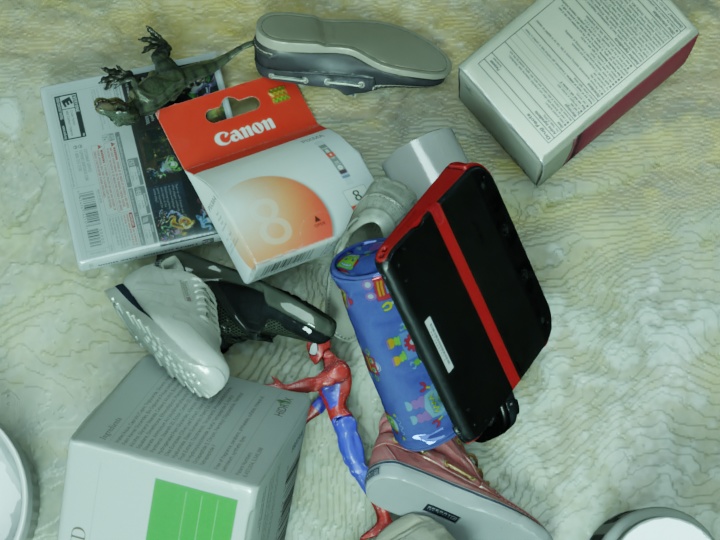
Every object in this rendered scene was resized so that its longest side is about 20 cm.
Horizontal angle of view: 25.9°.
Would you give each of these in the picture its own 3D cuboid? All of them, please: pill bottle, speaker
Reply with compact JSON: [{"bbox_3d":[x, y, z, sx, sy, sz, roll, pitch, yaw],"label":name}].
[{"bbox_3d":[0.260,0.268,1.390,0.113,0.200,0.114,-1,81,4],"label":"pill bottle"},{"bbox_3d":[0.098,-0.035,1.513,0.081,0.081,0.201,-27,80,-1],"label":"speaker"}]

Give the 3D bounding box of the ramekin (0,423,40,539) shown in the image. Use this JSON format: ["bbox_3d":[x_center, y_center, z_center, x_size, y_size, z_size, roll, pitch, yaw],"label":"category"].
[{"bbox_3d":[-0.399,0.222,1.488,0.199,0.105,0.201,-1,81,4],"label":"ramekin"}]

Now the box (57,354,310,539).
[{"bbox_3d":[-0.159,0.214,1.395,0.170,0.200,0.200,14,111,8],"label":"box"}]

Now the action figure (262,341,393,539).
[{"bbox_3d":[-0.037,0.162,1.494,0.098,0.065,0.201,-13,80,-8],"label":"action figure"}]

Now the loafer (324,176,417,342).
[{"bbox_3d":[0.000,0.000,1.462,0.070,0.201,0.070,24,45,9],"label":"loafer"}]

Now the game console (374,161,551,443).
[{"bbox_3d":[0.093,0.023,1.370,0.177,0.031,0.201,-47,120,-40],"label":"game console"}]

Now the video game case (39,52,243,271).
[{"bbox_3d":[-0.207,-0.109,1.539,0.181,0.023,0.201,-13,67,-9],"label":"video game case"}]

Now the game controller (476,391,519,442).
[{"bbox_3d":[0.086,0.064,1.471,0.042,0.104,0.201,-19,81,-30],"label":"game controller"}]

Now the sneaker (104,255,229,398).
[{"bbox_3d":[-0.161,0.043,1.414,0.080,0.077,0.200,-33,38,-15],"label":"sneaker"}]

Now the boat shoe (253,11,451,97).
[{"bbox_3d":[-0.010,-0.209,1.568,0.199,0.063,0.073,9,44,-6],"label":"boat shoe"}]

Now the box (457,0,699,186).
[{"bbox_3d":[0.208,-0.199,1.519,0.200,0.109,0.128,-40,81,-3],"label":"box"}]

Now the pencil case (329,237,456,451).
[{"bbox_3d":[0.040,0.061,1.393,0.087,0.078,0.201,-28,117,-16],"label":"pencil case"}]

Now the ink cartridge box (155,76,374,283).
[{"bbox_3d":[-0.082,-0.103,1.514,0.162,0.050,0.201,-21,76,-28],"label":"ink cartridge box"}]

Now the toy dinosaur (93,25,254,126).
[{"bbox_3d":[-0.199,-0.194,1.537,0.088,0.048,0.200,30,48,28],"label":"toy dinosaur"}]

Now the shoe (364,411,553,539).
[{"bbox_3d":[0.099,0.203,1.477,0.199,0.072,0.091,26,45,-15],"label":"shoe"}]

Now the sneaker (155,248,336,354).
[{"bbox_3d":[-0.122,0.058,1.509,0.199,0.076,0.115,17,86,17],"label":"sneaker"}]

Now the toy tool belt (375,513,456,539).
[{"bbox_3d":[0.028,0.326,1.437,0.200,0.125,0.123,-34,124,2],"label":"toy tool belt"}]
